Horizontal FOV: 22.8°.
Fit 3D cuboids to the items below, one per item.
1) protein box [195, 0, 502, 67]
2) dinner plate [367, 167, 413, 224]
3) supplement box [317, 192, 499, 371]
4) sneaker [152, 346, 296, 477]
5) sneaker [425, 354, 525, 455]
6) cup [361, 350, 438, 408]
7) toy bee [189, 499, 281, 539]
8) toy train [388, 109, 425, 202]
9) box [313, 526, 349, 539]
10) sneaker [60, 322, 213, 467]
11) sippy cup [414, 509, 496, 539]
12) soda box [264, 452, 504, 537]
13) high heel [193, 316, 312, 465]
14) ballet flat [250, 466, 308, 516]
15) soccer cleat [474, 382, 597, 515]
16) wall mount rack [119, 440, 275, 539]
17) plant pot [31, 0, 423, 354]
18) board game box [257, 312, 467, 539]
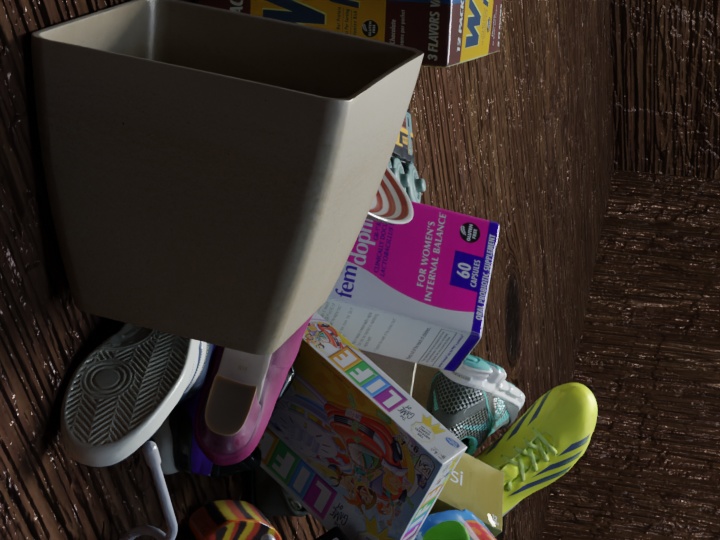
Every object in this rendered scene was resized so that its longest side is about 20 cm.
[{"bbox_3d":[-0.002,-0.235,1.372,0.200,0.197,0.136,-33,127,-71],"label":"protein box"},{"bbox_3d":[-0.042,-0.098,1.368,0.024,0.200,0.200,-49,176,18],"label":"dinner plate"},{"bbox_3d":[0.000,0.000,1.441,0.103,0.199,0.102,116,-14,-68],"label":"supplement box"},{"bbox_3d":[-0.094,0.056,1.326,0.070,0.099,0.202,-18,114,-77],"label":"sneaker"},{"bbox_3d":[0.093,0.129,1.623,0.092,0.077,0.200,-65,160,-6],"label":"sneaker"},{"bbox_3d":[-0.002,0.116,1.634,0.200,0.142,0.202,6,90,-75],"label":"cup"},{"bbox_3d":[-0.074,0.260,1.480,0.131,0.108,0.201,53,-24,33],"label":"toy bee"},{"bbox_3d":[0.006,-0.116,1.714,0.200,0.085,0.115,11,73,-74],"label":"toy train"},{"bbox_3d":[-0.071,0.307,1.350,0.199,0.079,0.142,-30,142,-18],"label":"box"},{"bbox_3d":[-0.141,0.075,1.210,0.200,0.075,0.085,-63,161,-46],"label":"sneaker"},{"bbox_3d":[0.080,0.267,1.422,0.178,0.139,0.131,-61,-137,32],"label":"sippy cup"},{"bbox_3d":[0.023,0.168,1.484,0.068,0.199,0.064,-44,-153,38],"label":"soda box"},{"bbox_3d":[-0.070,0.041,1.279,0.096,0.067,0.201,106,10,-70],"label":"high heel"},{"bbox_3d":[-0.069,0.134,1.537,0.068,0.063,0.201,-68,158,-48],"label":"ballet flat"},{"bbox_3d":[0.134,0.177,1.594,0.200,0.065,0.084,-45,164,24],"label":"soccer cleat"},{"bbox_3d":[-0.109,0.216,1.184,0.074,0.200,0.175,1,116,-54],"label":"wall mount rack"},{"bbox_3d":[-0.088,-0.059,1.140,0.200,0.199,0.178,-45,145,-68],"label":"plant pot"},{"bbox_3d":[-0.025,0.120,1.363,0.034,0.200,0.135,-29,152,-46],"label":"board game box"}]
